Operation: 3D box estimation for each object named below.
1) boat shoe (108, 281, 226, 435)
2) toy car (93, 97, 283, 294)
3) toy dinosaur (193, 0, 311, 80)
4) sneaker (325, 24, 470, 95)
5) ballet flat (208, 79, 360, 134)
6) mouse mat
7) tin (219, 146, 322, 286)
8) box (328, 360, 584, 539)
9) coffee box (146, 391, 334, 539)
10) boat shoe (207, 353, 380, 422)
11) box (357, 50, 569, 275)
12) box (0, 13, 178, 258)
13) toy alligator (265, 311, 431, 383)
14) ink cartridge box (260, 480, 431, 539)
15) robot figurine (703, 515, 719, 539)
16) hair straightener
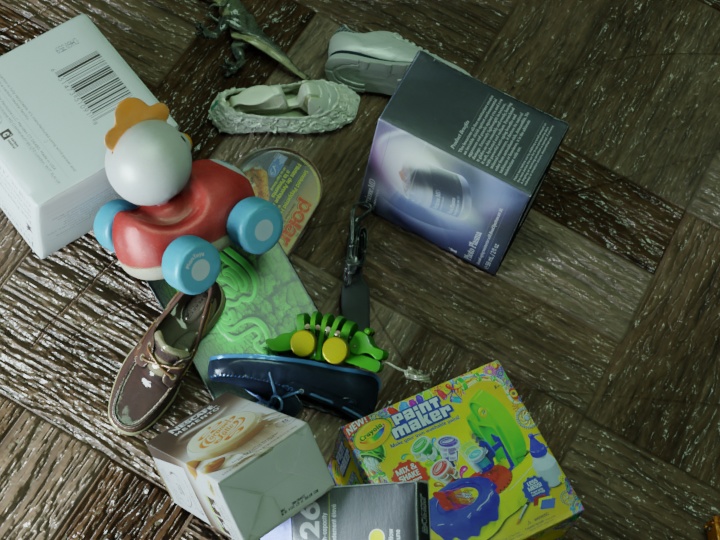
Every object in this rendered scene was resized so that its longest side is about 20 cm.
[{"bbox_3d":[-0.218,0.090,1.573,0.072,0.072,0.200,34,79,4],"label":"boat shoe"},{"bbox_3d":[-0.211,-0.107,1.567,0.177,0.201,0.184,-33,37,-26],"label":"toy car"},{"bbox_3d":[-0.159,-0.302,1.829,0.088,0.048,0.200,-37,76,-31],"label":"toy dinosaur"},{"bbox_3d":[0.056,-0.269,1.831,0.199,0.077,0.081,15,51,-3],"label":"sneaker"},{"bbox_3d":[-0.091,-0.208,1.777,0.199,0.072,0.072,-8,64,-14],"label":"ballet flat"},{"bbox_3d":[-0.137,0.047,1.636,0.160,0.008,0.201,-29,81,-15],"label":"mouse mat"},{"bbox_3d":[-0.121,-0.061,1.709,0.112,0.042,0.200,25,62,9],"label":"tin"},{"bbox_3d":[0.099,0.236,1.538,0.199,0.122,0.193,-22,66,-19],"label":"box"},{"bbox_3d":[-0.129,0.202,1.472,0.114,0.200,0.080,-31,109,-24],"label":"coffee box"},{"bbox_3d":[-0.073,0.135,1.581,0.199,0.084,0.069,9,80,-10],"label":"boat shoe"},{"bbox_3d":[0.116,-0.124,1.688,0.198,0.200,0.124,28,62,7],"label":"box"},{"bbox_3d":[-0.351,-0.160,1.671,0.200,0.131,0.199,-34,72,-23],"label":"box"},{"bbox_3d":[-0.010,0.081,1.587,0.199,0.059,0.055,10,88,19],"label":"toy alligator"},{"bbox_3d":[-0.022,0.318,1.436,0.199,0.047,0.199,-8,76,22],"label":"ink cartridge box"},{"bbox_3d":[0.448,0.368,1.558,0.144,0.058,0.201,-2,62,-9],"label":"robot figurine"},{"bbox_3d":[0.000,0.000,1.672,0.041,0.077,0.201,8,61,-2],"label":"hair straightener"}]
